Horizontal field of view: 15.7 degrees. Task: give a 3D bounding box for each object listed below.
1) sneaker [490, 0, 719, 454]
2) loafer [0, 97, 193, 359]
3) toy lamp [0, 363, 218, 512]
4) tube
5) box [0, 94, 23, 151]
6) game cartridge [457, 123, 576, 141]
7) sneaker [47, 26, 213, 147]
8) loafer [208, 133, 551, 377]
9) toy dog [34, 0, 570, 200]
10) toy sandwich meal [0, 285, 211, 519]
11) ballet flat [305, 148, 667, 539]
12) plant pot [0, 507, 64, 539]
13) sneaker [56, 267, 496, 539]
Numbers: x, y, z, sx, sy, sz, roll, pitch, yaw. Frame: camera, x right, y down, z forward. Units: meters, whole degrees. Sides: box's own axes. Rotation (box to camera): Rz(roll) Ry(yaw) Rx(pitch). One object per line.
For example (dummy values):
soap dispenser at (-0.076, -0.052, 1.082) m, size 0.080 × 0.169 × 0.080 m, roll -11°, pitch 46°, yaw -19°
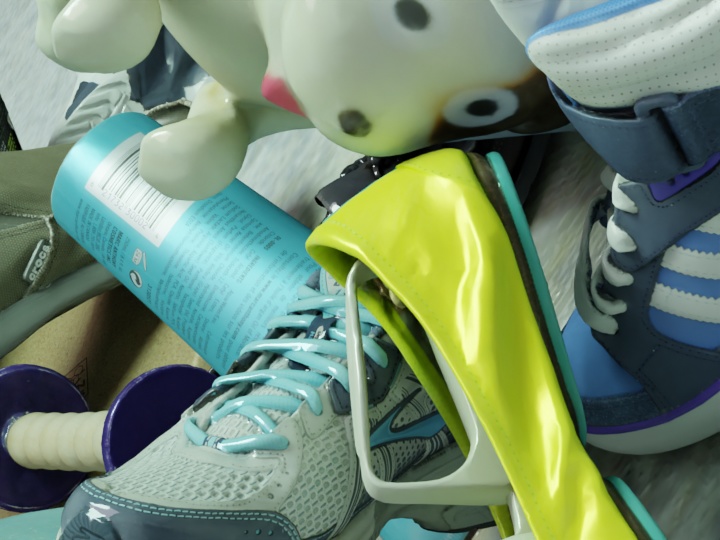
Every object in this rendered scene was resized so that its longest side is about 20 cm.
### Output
sneaker at (0.077, -0.038, 0.706) m, size 0.200 × 0.146 × 0.081 m, roll -40°, pitch 31°, yaw 40°
loafer at (-0.129, -0.019, 1.014) m, size 0.200 × 0.070 × 0.075 m, roll -38°, pitch 21°, yaw -34°
toy lamp at (-0.100, 0.060, 0.930) m, size 0.200 × 0.058 × 0.058 m, roll -6°, pitch 59°, yaw 62°
tube at (-0.025, 0.017, 0.888) m, size 0.200 × 0.050 × 0.078 m, roll 39°, pitch 107°, yaw 30°
box at (-0.185, 0.036, 1.154) m, size 0.193 × 0.047 × 0.200 m, roll 79°, pitch -160°, yaw -57°
game cartridge at (0.080, -0.112, 0.828) m, size 0.200 × 0.041 × 0.133 m, roll -4°, pitch 67°, yaw 41°
sneaker at (-0.106, -0.082, 1.232) m, size 0.130 × 0.079 × 0.200 m, roll 179°, pitch 105°, yaw -77°
loafer at (0.000, 0.000, 0.930) m, size 0.200 × 0.063 × 0.072 m, roll -60°, pitch 23°, yaw 5°
toy dog at (-0.009, -0.102, 0.770) m, size 0.194 × 0.140 × 0.200 m, roll -32°, pitch 42°, yaw -17°
toy sandwich meal at (-0.096, 0.066, 1.062) m, size 0.205 × 0.070 × 0.205 m, roll -34°, pitch 35°, yaw 28°
ballet flat at (0.039, 0.060, 0.682) m, size 0.067 × 0.067 × 0.200 m, roll 92°, pitch 157°, yaw -66°
plant pot at (-0.070, 0.149, 0.787) m, size 0.134 × 0.200 × 0.200 m, roll -45°, pitch 10°, yaw -36°
sneaker at (-0.013, 0.036, 0.749) m, size 0.078 × 0.200 × 0.087 m, roll 16°, pitch 110°, yaw 33°
